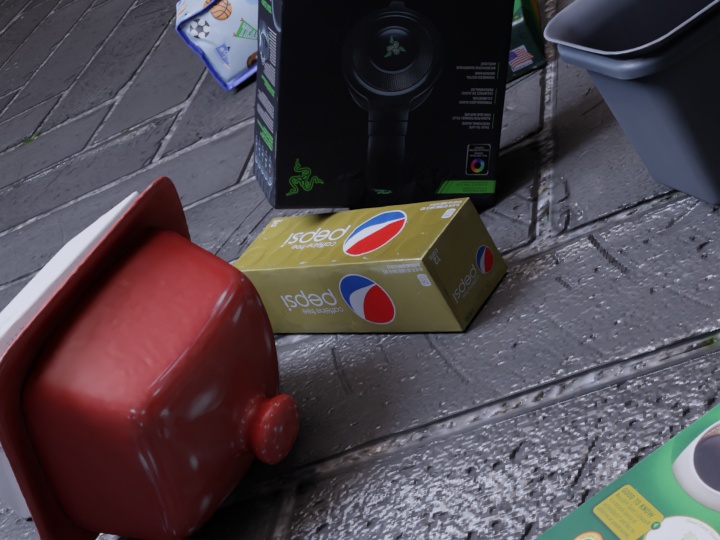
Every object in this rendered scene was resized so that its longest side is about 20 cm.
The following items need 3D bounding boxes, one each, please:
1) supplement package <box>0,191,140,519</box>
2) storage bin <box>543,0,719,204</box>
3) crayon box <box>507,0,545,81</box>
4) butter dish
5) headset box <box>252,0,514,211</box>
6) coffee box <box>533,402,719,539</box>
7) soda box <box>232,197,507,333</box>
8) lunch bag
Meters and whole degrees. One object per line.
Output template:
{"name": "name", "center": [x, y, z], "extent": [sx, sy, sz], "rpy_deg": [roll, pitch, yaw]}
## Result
{"name": "supplement package", "center": [-0.204, 0.061, 0.939], "extent": [0.121, 0.120, 0.200], "rpy_deg": [-28, 21, 48]}
{"name": "storage bin", "center": [0.237, -0.145, 0.820], "extent": [0.200, 0.134, 0.146], "rpy_deg": [-35, 25, -8]}
{"name": "crayon box", "center": [0.104, -0.227, 1.215], "extent": [0.127, 0.051, 0.200], "rpy_deg": [-24, 26, 17]}
{"name": "butter dish", "center": [-0.108, 0.080, 0.793], "extent": [0.148, 0.200, 0.200], "rpy_deg": [16, 48, 20]}
{"name": "headset box", "center": [0.013, -0.141, 0.949], "extent": [0.174, 0.200, 0.093], "rpy_deg": [-1, 21, -14]}
{"name": "coffee box", "center": [0.174, 0.108, 0.543], "extent": [0.200, 0.044, 0.123], "rpy_deg": [-35, 26, -6]}
{"name": "soda box", "center": [0.000, 0.000, 0.909], "extent": [0.200, 0.064, 0.068], "rpy_deg": [-4, 37, 45]}
{"name": "lunch bag", "center": [-0.117, -0.330, 1.568], "extent": [0.200, 0.124, 0.170], "rpy_deg": [-38, 24, 7]}
